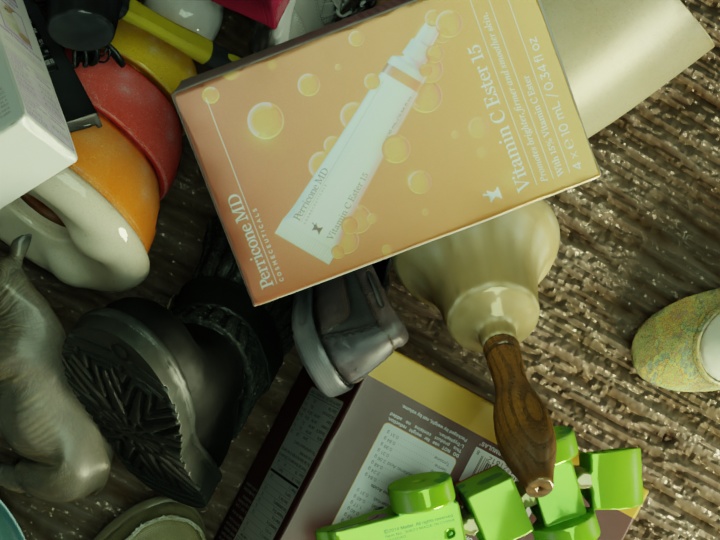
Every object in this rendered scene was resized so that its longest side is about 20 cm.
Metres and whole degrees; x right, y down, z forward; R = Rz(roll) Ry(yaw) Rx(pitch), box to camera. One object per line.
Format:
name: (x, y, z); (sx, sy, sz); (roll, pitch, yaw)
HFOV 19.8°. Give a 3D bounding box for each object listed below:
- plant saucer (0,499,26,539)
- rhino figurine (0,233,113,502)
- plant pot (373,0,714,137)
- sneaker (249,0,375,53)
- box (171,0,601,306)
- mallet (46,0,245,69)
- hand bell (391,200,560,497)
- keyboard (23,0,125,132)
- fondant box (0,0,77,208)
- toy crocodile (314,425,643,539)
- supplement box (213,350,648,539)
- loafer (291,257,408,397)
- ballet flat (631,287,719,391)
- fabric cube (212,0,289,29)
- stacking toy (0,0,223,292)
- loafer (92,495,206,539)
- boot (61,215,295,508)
plant saucer: (-0.295, 0.202, 1.242); (0.200, 0.027, 0.201); (-1, 93, -15)
rhino figurine: (-0.202, 0.051, 1.205); (0.060, 0.087, 0.200); (-42, 121, -49)
plant pot: (0.077, -0.131, 1.253); (0.200, 0.187, 0.187); (-45, 104, 6)
sneaker: (-0.014, -0.181, 1.264); (0.082, 0.075, 0.201); (14, 90, -14)
box: (0.013, -0.078, 1.126); (0.200, 0.097, 0.125); (-21, 99, 2)
mallet: (-0.095, -0.119, 1.175); (0.200, 0.041, 0.066); (33, 49, -30)
hand bell: (0.083, 0.052, 1.182); (0.104, 0.200, 0.104); (-5, 133, -6)
keyboard: (-0.205, -0.156, 1.173); (0.104, 0.040, 0.200); (-17, 56, -24)
fondant box: (-0.249, -0.110, 1.115); (0.144, 0.058, 0.200); (-30, 60, 12)
toy crocodile: (0.071, 0.138, 1.185); (0.200, 0.062, 0.068); (-18, 98, -9)
supplement box: (0.031, 0.171, 1.271); (0.197, 0.133, 0.200); (29, 86, -15)
loafer: (0.000, 0.000, 1.221); (0.063, 0.200, 0.072); (-24, 119, 15)
ballet flat: (0.280, 0.044, 1.364); (0.199, 0.071, 0.071); (-4, 95, -14)
fabric cube: (-0.101, -0.279, 1.140); (0.199, 0.200, 0.197); (24, 84, 5)
stacking toy: (-0.142, -0.101, 1.223); (0.146, 0.146, 0.200); (39, 69, -14)
loafer: (-0.153, 0.227, 1.245); (0.076, 0.067, 0.200); (43, 75, -32)
boot: (-0.091, 0.029, 1.189); (0.079, 0.211, 0.158); (25, 68, 15)
